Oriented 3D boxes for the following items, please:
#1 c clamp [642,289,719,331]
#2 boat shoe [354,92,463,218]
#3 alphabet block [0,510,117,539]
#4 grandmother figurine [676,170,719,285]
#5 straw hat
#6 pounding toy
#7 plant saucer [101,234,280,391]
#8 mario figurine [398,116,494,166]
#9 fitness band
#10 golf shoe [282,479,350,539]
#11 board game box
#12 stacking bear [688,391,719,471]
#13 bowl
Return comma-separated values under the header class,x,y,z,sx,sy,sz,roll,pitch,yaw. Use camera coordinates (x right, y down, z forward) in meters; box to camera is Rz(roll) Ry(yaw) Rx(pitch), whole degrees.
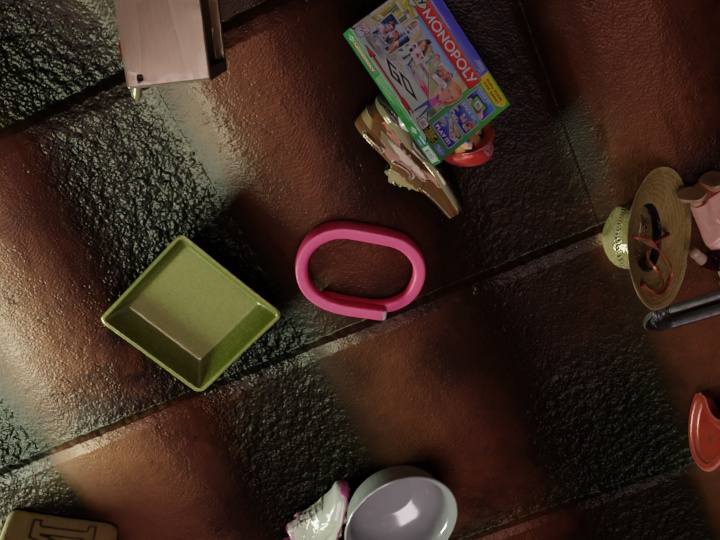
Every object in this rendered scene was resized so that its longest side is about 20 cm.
class,x,y,z,sx,sy,sz,roll,pitch,yaw
c clamp,0.510,0.047,1.433,0.198,0.028,0.170,-22,158,26
boat shoe,0.067,-0.153,1.336,0.073,0.076,0.201,-32,108,21
alphabet block,-0.536,0.560,1.643,0.193,0.201,0.198,12,120,-9
grandmother figurine,0.535,-0.049,1.418,0.120,0.061,0.202,-29,120,2
straw hat,0.397,-0.048,1.391,0.084,0.201,0.203,6,133,46
pounding toy,-0.247,-0.301,1.186,0.139,0.200,0.187,-5,106,1
plant saucer,-0.253,0.059,1.453,0.199,0.048,0.199,40,111,-21
mario figurine,0.116,-0.222,1.275,0.123,0.106,0.200,-38,113,16
fitness band,0.000,0.000,1.436,0.196,0.038,0.146,9,119,-9
golf shoe,-0.078,0.440,1.666,0.090,0.076,0.202,18,117,-9
board game box,0.086,-0.255,1.226,0.134,0.029,0.201,-39,99,-19
stacking bear,0.654,0.271,1.580,0.196,0.122,0.115,0,119,-11
bowl,0.058,0.401,1.626,0.197,0.091,0.204,-8,120,-14
